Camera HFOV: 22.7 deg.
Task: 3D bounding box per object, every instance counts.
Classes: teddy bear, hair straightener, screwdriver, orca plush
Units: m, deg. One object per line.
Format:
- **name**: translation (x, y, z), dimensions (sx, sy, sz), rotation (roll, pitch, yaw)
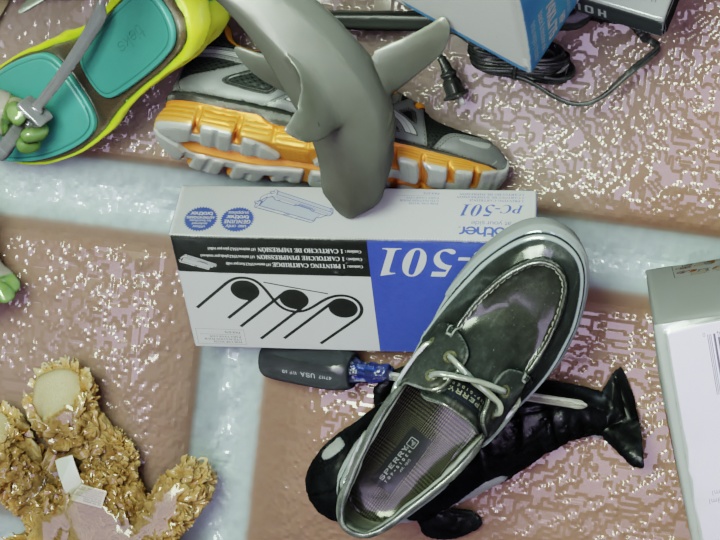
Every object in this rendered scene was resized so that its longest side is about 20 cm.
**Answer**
- **teddy bear**: translation (-0.156, 0.149, 1.072), dimensions (0.200, 0.067, 0.145), rotation (39, 93, 8)
- **hair straightener**: translation (0.068, -0.130, 1.009), dimensions (0.200, 0.041, 0.077), rotation (9, 100, 3)
- **screwdriver**: translation (0.033, 0.058, 1.019), dimensions (0.200, 0.028, 0.029), rotation (2, 89, 23)
- **orca plush**: translation (0.061, 0.111, 1.023), dimensions (0.200, 0.071, 0.105), rotation (-1, 98, 8)

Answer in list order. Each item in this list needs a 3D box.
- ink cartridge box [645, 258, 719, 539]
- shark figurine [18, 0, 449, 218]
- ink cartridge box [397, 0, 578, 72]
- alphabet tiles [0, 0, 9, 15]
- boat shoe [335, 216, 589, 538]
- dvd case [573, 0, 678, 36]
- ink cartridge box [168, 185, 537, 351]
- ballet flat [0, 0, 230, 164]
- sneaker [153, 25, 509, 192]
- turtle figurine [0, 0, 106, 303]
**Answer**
- **ink cartridge box**: translation (0.204, 0.090, 0.933), dimensions (0.084, 0.200, 0.176), rotation (-10, 97, 9)
- **shark figurine**: translation (-0.047, -0.102, 0.877), dimensions (0.214, 0.090, 0.128), rotation (37, 132, -22)
- **ink cartridge box**: translation (0.070, -0.233, 0.857), dimensions (0.147, 0.146, 0.200), rotation (32, 81, 17)
- **alphabet tiles**: translation (-0.328, -0.136, 1.019), dimensions (0.200, 0.008, 0.167), rotation (31, 92, -24)
- **boat shoe**: translation (0.055, 0.065, 0.940), dimensions (0.072, 0.071, 0.200), rotation (32, 105, -3)
- **dvd case**: translation (0.122, -0.234, 0.939), dimensions (0.150, 0.025, 0.200), rotation (19, 77, 14)
- **ink cartridge box**: translation (0.000, 0.000, 1.007), dimensions (0.200, 0.044, 0.094), rotation (1, 137, 8)
- **ballet flat**: translation (-0.143, -0.114, 1.015), dimensions (0.200, 0.067, 0.067), rotation (-25, 97, 42)
- **sneaker**: translation (-0.012, -0.086, 1.007), dimensions (0.200, 0.078, 0.077), rotation (14, 67, -5)
- **turtle figurine**: translation (-0.241, -0.044, 0.979), dimensions (0.200, 0.144, 0.194), rotation (8, 129, 20)
